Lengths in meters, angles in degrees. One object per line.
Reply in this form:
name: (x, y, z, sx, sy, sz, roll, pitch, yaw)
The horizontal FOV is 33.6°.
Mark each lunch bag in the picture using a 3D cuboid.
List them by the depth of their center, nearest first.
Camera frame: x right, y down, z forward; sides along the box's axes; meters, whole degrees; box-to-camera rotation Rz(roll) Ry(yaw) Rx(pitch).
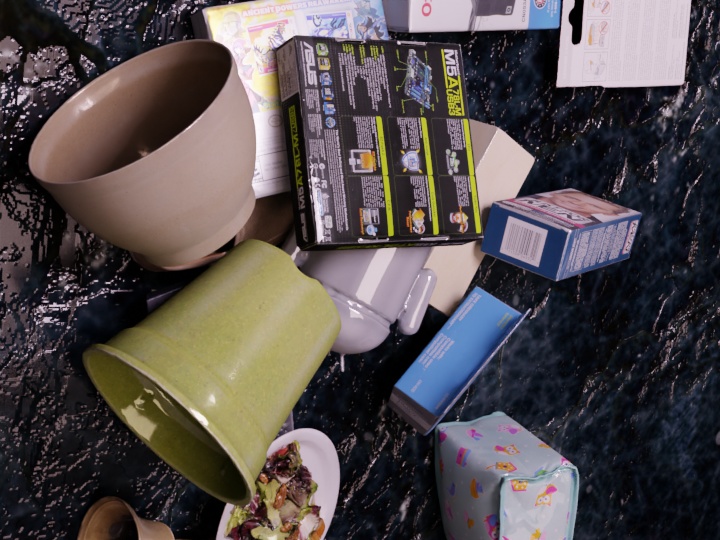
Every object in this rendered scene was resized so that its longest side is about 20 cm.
lunch bag: (0.167, 0.292, 1.391, 0.121, 0.170, 0.202, -8, 108, -23)

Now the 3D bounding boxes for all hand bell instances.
hand bell: (-0.183, 0.288, 1.232, 0.199, 0.104, 0.105, 13, 96, -48)

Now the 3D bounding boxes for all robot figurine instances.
robot figurine: (0.000, 0.000, 1.226, 0.168, 0.113, 0.202, 29, 84, -11)

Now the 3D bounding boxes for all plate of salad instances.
plate of salad: (-0.079, 0.267, 1.272, 0.199, 0.048, 0.202, -28, 128, -44)

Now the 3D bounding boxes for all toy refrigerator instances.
toy refrigerator: (0.104, -0.060, 1.319, 0.076, 0.070, 0.201, 30, 87, -41)

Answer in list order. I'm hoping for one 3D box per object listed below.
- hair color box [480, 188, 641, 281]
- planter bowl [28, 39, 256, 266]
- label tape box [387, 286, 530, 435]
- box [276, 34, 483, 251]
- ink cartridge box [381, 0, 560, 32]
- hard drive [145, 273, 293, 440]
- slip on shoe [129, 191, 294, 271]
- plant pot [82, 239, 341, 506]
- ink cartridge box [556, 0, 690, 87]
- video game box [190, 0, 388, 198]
hair color box: (0.228, -0.044, 1.337, 0.199, 0.099, 0.061, -12, 121, -55)
planter bowl: (-0.172, -0.091, 1.056, 0.200, 0.200, 0.135, -41, 127, -17)
label tape box: (0.101, 0.095, 1.284, 0.063, 0.200, 0.144, 39, 77, 8)
box: (0.021, -0.123, 1.154, 0.191, 0.047, 0.203, -3, 83, -32)
ink cartridge box: (0.110, -0.324, 1.238, 0.198, 0.083, 0.147, -8, 108, -31)
hard drive: (-0.146, 0.097, 1.213, 0.134, 0.042, 0.202, -22, 113, -26)
slip on shoe: (-0.129, -0.044, 1.174, 0.198, 0.060, 0.077, -13, 110, -29)
plant pot: (-0.121, 0.079, 1.100, 0.185, 0.199, 0.201, -49, 124, -26)
ink cartridge box: (0.302, -0.298, 1.397, 0.198, 0.050, 0.163, -6, 106, -27)
video game box: (-0.055, -0.177, 1.174, 0.198, 0.047, 0.184, -15, 100, -29)
